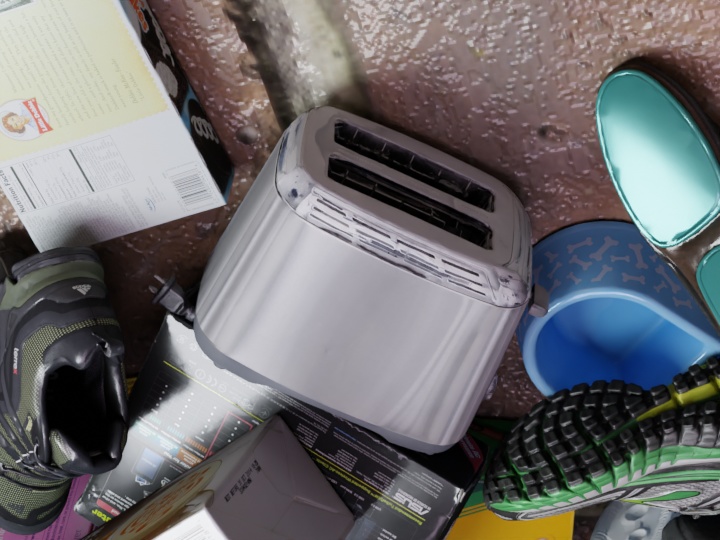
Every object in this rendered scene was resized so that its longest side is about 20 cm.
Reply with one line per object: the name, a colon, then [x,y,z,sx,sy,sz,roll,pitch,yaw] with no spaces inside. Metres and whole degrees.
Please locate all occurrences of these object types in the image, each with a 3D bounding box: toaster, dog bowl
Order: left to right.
toaster: [0.000,0.000,1.205,0.199,0.114,0.130,24,123,-10]
dog bowl: [0.173,0.054,1.262,0.199,0.050,0.112,31,125,-17]

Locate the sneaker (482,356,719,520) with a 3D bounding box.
sneaker: [0.163,0.109,1.225,0.199,0.078,0.086,-13,126,16]

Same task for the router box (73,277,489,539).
router box: [-0.046,0.120,1.277,0.199,0.062,0.150,31,116,5]

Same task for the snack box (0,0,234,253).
snack box: [-0.160,-0.105,1.188,0.115,0.037,0.201,-15,124,17]

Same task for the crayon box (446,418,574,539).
crayon box: [0.070,0.182,1.367,0.118,0.058,0.201,4,127,5]

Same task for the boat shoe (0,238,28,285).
boat shoe: [-0.220,0.070,1.320,0.071,0.061,0.202,-3,136,-30]

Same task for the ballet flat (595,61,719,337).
ballet flat: [0.189,-0.020,1.177,0.068,0.068,0.201,-33,81,30]

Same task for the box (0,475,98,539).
box: [-0.211,0.230,1.417,0.199,0.097,0.176,-17,124,18]

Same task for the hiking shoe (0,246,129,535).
hiking shoe: [-0.173,0.088,1.233,0.075,0.101,0.201,-6,133,-25]

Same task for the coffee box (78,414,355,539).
coffee box: [-0.113,0.177,1.224,0.200,0.114,0.080,-33,97,28]

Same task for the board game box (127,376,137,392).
board game box: [-0.080,0.141,1.377,0.095,0.030,0.201,-11,123,15]

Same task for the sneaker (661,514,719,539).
sneaker: [0.273,0.137,1.292,0.199,0.075,0.116,11,122,-32]

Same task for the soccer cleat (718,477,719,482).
soccer cleat: [0.250,0.141,1.196,0.085,0.069,0.200,-31,139,4]

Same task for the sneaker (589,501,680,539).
sneaker: [0.171,0.239,1.311,0.080,0.200,0.147,-11,120,35]
